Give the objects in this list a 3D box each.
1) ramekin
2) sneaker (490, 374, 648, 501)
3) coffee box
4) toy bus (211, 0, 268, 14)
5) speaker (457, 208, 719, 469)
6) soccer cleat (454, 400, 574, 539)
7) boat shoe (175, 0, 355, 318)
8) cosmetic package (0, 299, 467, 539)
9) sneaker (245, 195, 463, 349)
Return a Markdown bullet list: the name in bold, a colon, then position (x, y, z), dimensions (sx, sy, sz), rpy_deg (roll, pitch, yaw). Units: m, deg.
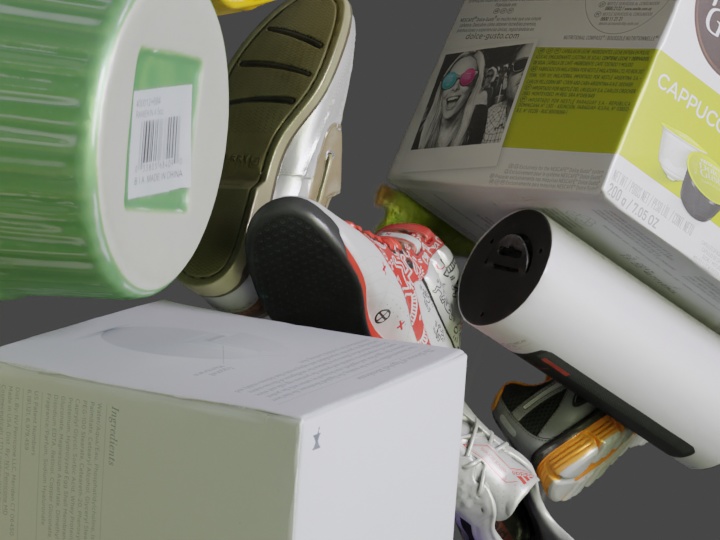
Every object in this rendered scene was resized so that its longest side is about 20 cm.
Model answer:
- **ramekin**: position (-0.146, -0.078, 1.465), dimensions (0.200, 0.097, 0.201), rpy_deg (7, 90, -71)
- **sneaker**: position (0.162, 0.075, 1.785), dimensions (0.200, 0.077, 0.078), rpy_deg (-27, 153, -49)
- **coffee box**: position (0.180, -0.092, 1.705), dimensions (0.199, 0.200, 0.198), rpy_deg (33, 73, -35)
- **toy bus**: position (-0.035, -0.258, 1.522), dimensions (0.135, 0.192, 0.201), rpy_deg (-28, 102, -31)
- **speaker**: position (0.153, 0.042, 1.667), dimensions (0.200, 0.081, 0.081), rpy_deg (33, 74, -32)
- **soccer cleat**: position (0.064, 0.117, 1.704), dimensions (0.069, 0.085, 0.200), rpy_deg (-49, 120, -24)
- **boat shoe**: position (-0.048, -0.068, 1.621), dimensions (0.068, 0.075, 0.201), rpy_deg (40, 69, -49)
- **cosmetic package**: position (-0.074, 0.102, 1.480), dimensions (0.199, 0.199, 0.124), rpy_deg (-17, 112, -61)
- **sneaker**: position (-0.001, 0.001, 1.607), dimensions (0.202, 0.067, 0.108), rpy_deg (54, 34, -37)
